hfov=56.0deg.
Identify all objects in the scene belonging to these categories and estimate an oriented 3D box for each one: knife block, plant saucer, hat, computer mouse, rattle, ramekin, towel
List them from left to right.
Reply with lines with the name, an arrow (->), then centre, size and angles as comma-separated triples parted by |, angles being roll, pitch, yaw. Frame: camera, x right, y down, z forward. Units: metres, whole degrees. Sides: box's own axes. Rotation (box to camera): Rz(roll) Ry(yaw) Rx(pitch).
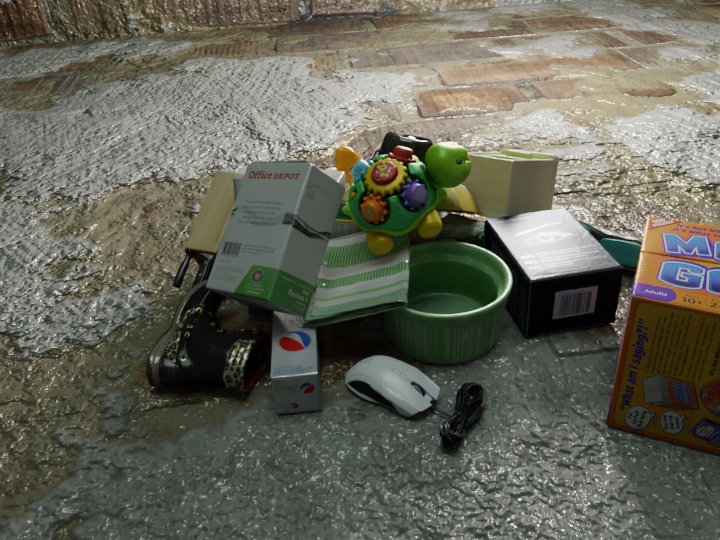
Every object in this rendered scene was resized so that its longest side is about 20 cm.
knife block -> -0.246, -0.050, 1.118 | 0.063, 0.202, 0.176 | 9, 21, 17
towel -> 0.000, 0.000, 0.998 | 0.151, 0.024, 0.201 | -14, 33, 16
rattle -> 0.036, -0.150, 1.276 | 0.129, 0.144, 0.200 | -16, 30, -3
hat -> 0.073, -0.197, 1.169 | 0.199, 0.082, 0.201 | 4, 4, 0
computer mouse -> 0.063, 0.157, 0.897 | 0.199, 0.044, 0.110 | 18, 40, 30
plant saucer -> 0.091, -0.127, 1.126 | 0.198, 0.049, 0.200 | 7, 5, 19
ramekin -> 0.123, 0.048, 1.010 | 0.198, 0.098, 0.201 | -3, 33, 2

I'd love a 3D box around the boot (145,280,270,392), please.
boot -> -0.204, 0.096, 0.990 | 0.149, 0.074, 0.201 | 5, 37, 15

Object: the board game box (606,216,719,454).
board game box -> 0.432, 0.079, 0.836 | 0.198, 0.201, 0.200 | 12, 36, 22

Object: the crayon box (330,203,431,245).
crayon box -> 0.024, -0.043, 1.133 | 0.198, 0.126, 0.052 | 5, 41, 12

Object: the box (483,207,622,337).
box -> 0.293, -0.003, 1.067 | 0.147, 0.105, 0.200 | -8, 32, -6

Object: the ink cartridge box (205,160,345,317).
ink cartridge box -> -0.121, -0.049, 0.973 | 0.145, 0.084, 0.201 | 8, 76, 42

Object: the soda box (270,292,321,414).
soda box -> -0.091, 0.108, 0.965 | 0.063, 0.069, 0.201 | -5, 33, -2

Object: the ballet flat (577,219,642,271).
ballet flat -> 0.410, -0.044, 1.175 | 0.199, 0.068, 0.064 | 22, 13, 33

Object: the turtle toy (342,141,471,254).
turtle toy -> 0.065, -0.123, 0.981 | 0.199, 0.101, 0.147 | -19, 58, 5

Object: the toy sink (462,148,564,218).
toy sink -> 0.280, -0.163, 1.248 | 0.199, 0.113, 0.130 | -8, 19, -41

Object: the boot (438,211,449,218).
boot -> 0.139, -0.127, 1.281 | 0.073, 0.096, 0.200 | -10, 35, -11

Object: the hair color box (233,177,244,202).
hair color box -> -0.146, -0.050, 1.095 | 0.098, 0.202, 0.061 | -4, 2, -2

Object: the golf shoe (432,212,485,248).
golf shoe -> 0.187, -0.073, 1.184 | 0.198, 0.079, 0.098 | -6, 50, -8

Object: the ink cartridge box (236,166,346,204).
ink cartridge box -> -0.128, -0.104, 1.226 | 0.198, 0.146, 0.084 | 5, 33, 13
